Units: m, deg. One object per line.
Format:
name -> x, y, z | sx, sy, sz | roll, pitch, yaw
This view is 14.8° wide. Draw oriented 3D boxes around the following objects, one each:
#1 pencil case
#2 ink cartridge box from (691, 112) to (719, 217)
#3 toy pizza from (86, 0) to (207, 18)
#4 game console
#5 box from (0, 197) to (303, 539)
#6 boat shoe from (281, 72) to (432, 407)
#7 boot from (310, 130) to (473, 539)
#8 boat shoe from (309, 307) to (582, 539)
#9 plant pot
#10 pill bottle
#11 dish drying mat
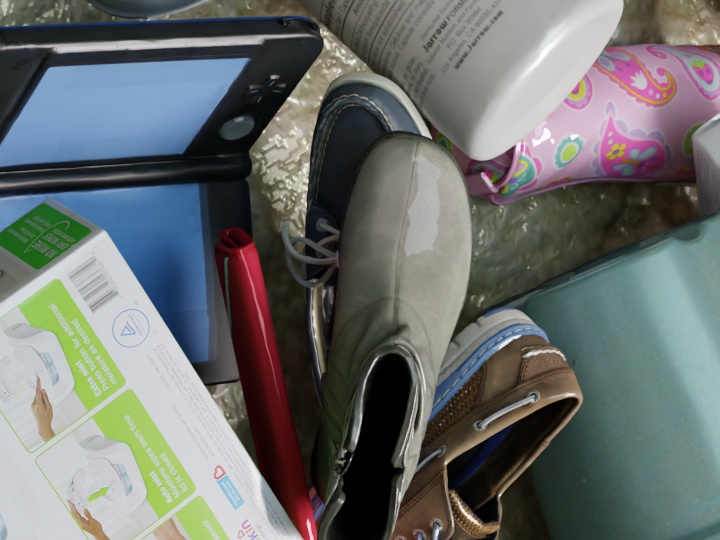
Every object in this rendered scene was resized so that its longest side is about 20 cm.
pencil case -> 0.137, -0.082, 1.537 | 0.199, 0.087, 0.088 | -4, 88, -36
ink cartridge box -> 0.256, 0.020, 1.515 | 0.047, 0.160, 0.200 | -33, 66, -6
toy pizza -> -0.061, -0.201, 1.351 | 0.032, 0.200, 0.201 | 41, 64, -39
game console -> -0.116, -0.028, 1.349 | 0.199, 0.171, 0.119 | -6, 62, -34
box -> -0.150, 0.102, 1.284 | 0.176, 0.097, 0.200 | -37, 112, -12
boat shoe -> 0.000, 0.000, 1.413 | 0.062, 0.075, 0.201 | -47, 144, -57
boot -> 0.018, 0.036, 1.312 | 0.067, 0.131, 0.201 | 9, 94, -3
boat shoe -> 0.034, 0.114, 1.408 | 0.200, 0.072, 0.072 | -53, 140, 10
plant pot -> 0.167, 0.084, 1.488 | 0.200, 0.200, 0.197 | -24, 91, -33
pill bottle -> 0.026, -0.161, 1.416 | 0.200, 0.114, 0.114 | 43, 59, 12
dish drying mat -> -0.043, 0.081, 1.358 | 0.018, 0.077, 0.201 | -12, 99, -10
